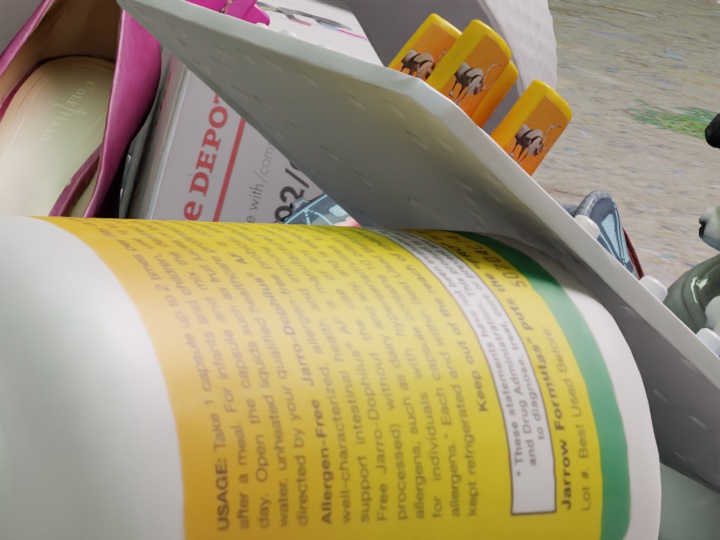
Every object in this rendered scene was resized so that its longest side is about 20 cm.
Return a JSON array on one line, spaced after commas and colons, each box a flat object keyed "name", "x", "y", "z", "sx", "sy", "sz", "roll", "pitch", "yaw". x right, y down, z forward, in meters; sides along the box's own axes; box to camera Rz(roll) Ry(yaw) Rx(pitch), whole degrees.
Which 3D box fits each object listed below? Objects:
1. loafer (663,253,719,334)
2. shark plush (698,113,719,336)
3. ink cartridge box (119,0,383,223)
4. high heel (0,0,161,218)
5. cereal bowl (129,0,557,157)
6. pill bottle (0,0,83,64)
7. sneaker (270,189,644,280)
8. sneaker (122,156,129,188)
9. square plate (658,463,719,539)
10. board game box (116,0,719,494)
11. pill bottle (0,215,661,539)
[{"name": "loafer", "x": 0.152, "y": 0.036, "z": 0.930, "sx": 0.200, "sy": 0.070, "sz": 0.070, "roll": 12, "pitch": 46, "yaw": -50}, {"name": "shark plush", "x": 0.137, "y": 0.004, "z": 0.846, "sx": 0.083, "sy": 0.091, "sz": 0.200, "roll": 50, "pitch": 1, "yaw": -28}, {"name": "ink cartridge box", "x": -0.041, "y": -0.029, "z": 0.936, "sx": 0.068, "sy": 0.115, "sz": 0.200, "roll": 14, "pitch": 11, "yaw": -7}, {"name": "high heel", "x": -0.104, "y": -0.027, "z": 0.835, "sx": 0.067, "sy": 0.096, "sz": 0.200, "roll": 15, "pitch": 27, "yaw": 13}, {"name": "cereal bowl", "x": -0.013, "y": -0.101, "z": 1.087, "sx": 0.200, "sy": 0.200, "sz": 0.083, "roll": 15, "pitch": 46, "yaw": 18}, {"name": "pill bottle", "x": -0.147, "y": -0.135, "z": 0.995, "sx": 0.112, "sy": 0.112, "sz": 0.200, "roll": 9, "pitch": 28, "yaw": -15}, {"name": "sneaker", "x": 0.000, "y": 0.000, "z": 0.855, "sx": 0.200, "sy": 0.096, "sz": 0.079, "roll": 8, "pitch": -12, "yaw": -33}, {"name": "sneaker", "x": -0.137, "y": -0.068, "z": 1.199, "sx": 0.080, "sy": 0.071, "sz": 0.200, "roll": -4, "pitch": 8, "yaw": 1}, {"name": "square plate", "x": 0.134, "y": 0.089, "z": 0.753, "sx": 0.198, "sy": 0.028, "sz": 0.200, "roll": 18, "pitch": 13, "yaw": 34}, {"name": "board game box", "x": 0.045, "y": -0.005, "z": 0.711, "sx": 0.200, "sy": 0.026, "sz": 0.200, "roll": 41, "pitch": -7, "yaw": -26}, {"name": "pill bottle", "x": -0.043, "y": 0.046, "z": 0.570, "sx": 0.200, "sy": 0.113, "sz": 0.113, "roll": 1, "pitch": 16, "yaw": -42}]
